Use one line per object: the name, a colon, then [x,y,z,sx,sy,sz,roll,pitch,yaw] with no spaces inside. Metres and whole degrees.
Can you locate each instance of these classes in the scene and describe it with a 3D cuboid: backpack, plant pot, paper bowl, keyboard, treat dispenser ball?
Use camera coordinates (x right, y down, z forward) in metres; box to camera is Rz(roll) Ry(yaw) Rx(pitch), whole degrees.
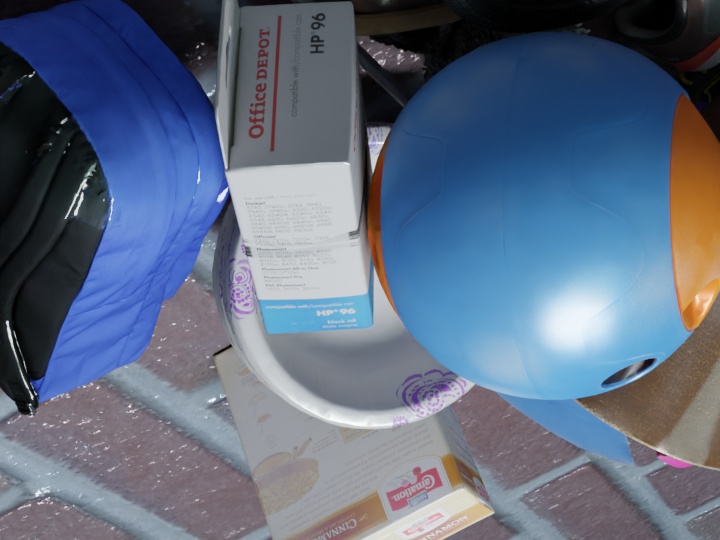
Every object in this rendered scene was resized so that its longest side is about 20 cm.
backpack: [-0.159,-0.056,0.886,0.168,0.162,0.200,-33,160,-41]
plant pot: [0.225,-0.010,0.991,0.187,0.187,0.200,7,119,-38]
paper bowl: [0.000,0.000,1.058,0.200,0.201,0.104,-13,-171,-14]
keyboard: [0.008,-0.118,0.933,0.011,0.056,0.200,-44,127,9]
treat dispenser ball: [0.104,-0.029,0.864,0.200,0.201,0.201,-16,148,-10]

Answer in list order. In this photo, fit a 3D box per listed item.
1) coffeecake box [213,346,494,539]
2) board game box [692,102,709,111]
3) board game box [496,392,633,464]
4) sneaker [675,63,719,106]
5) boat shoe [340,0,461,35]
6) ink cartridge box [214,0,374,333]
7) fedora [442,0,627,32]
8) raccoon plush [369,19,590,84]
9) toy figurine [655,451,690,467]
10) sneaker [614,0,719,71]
coffeecake box: [-0.008,0.125,1.208,0.153,0.200,0.073,-29,148,12]
board game box: [0.233,-0.019,1.108,0.134,0.045,0.200,1,120,26]
board game box: [0.173,0.095,1.361,0.039,0.158,0.200,-54,152,-14]
sneaker: [0.257,-0.128,1.093,0.084,0.074,0.200,18,118,9]
boat shoe: [0.079,-0.185,0.915,0.200,0.070,0.071,-13,108,-25]
ink cartridge box: [-0.032,-0.066,0.869,0.068,0.116,0.200,-3,146,4]
fedora: [0.111,-0.225,0.839,0.200,0.092,0.201,-17,141,-15]
raccoon plush: [0.079,-0.097,0.982,0.200,0.134,0.097,1,146,-28]
toy figurine: [0.255,0.072,1.306,0.150,0.184,0.200,-32,147,16]
sneaker: [0.232,-0.202,0.980,0.082,0.077,0.200,9,136,-28]
